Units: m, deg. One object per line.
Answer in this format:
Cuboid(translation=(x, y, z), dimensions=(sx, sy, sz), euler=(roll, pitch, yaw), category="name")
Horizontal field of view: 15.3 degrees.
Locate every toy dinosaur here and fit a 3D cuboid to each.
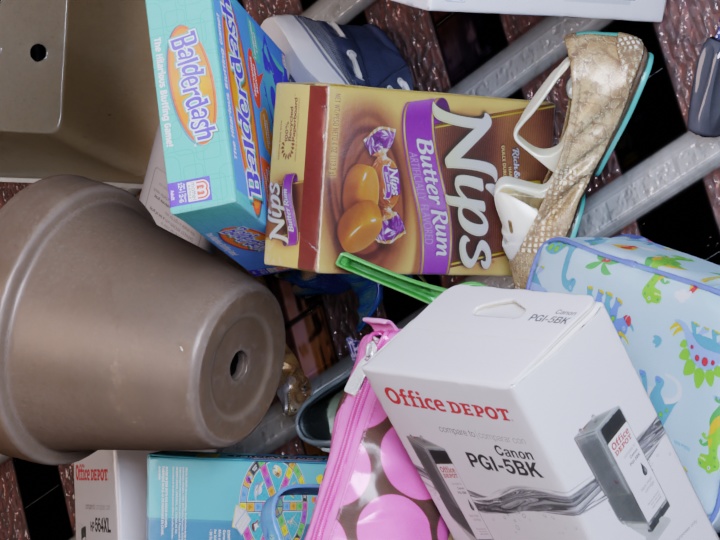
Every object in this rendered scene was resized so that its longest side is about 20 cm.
Cuboid(translation=(-0.092, 0.011, 1.940), dimensions=(0.060, 0.106, 0.200), euler=(-160, 53, -78), category="toy dinosaur")

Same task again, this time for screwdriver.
Cuboid(translation=(0.225, -0.177, 1.604), dimensions=(0.028, 0.029, 0.200), euler=(27, 115, 47), category="screwdriver")

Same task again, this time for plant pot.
Cuboid(translation=(-0.149, 0.047, 1.812), dimensions=(0.174, 0.200, 0.201), euler=(12, 99, 29), category="plant pot")
Cuboid(translation=(-0.259, -0.172, 2.085), dimensions=(0.177, 0.199, 0.200), euler=(12, 99, 61), category="plant pot")

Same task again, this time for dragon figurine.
Cuboid(translation=(0.000, 0.000, 1.838), dimensions=(0.099, 0.059, 0.200), euler=(33, 148, 8), category="dragon figurine")

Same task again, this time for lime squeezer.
Cuboid(translation=(0.084, 0.034, 1.629), dimensions=(0.200, 0.071, 0.038), euler=(31, 88, 16), category="lime squeezer")

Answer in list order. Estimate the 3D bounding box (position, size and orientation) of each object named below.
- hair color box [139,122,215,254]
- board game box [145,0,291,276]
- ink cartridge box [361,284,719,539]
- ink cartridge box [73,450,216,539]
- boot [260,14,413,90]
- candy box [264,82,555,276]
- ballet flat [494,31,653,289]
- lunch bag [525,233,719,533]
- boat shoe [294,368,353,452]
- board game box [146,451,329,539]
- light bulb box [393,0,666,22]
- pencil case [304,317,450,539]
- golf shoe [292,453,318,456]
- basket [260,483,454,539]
Cuboid(translation=(-0.126, 0.000, 2.011), dimensions=(0.099, 0.061, 0.200), euler=(35, 115, 46), category="hair color box")
Cuboid(translation=(-0.082, -0.091, 1.707), dimensions=(0.045, 0.200, 0.152), euler=(-10, 78, 11), category="board game box")
Cuboid(translation=(0.108, 0.116, 1.542), dimensions=(0.147, 0.083, 0.200), euler=(4, 128, 54), category="ink cartridge box")
Cuboid(translation=(-0.159, 0.226, 1.997), dimensions=(0.146, 0.084, 0.200), euler=(165, 103, -71), category="ink cartridge box")
Cuboid(translation=(0.003, -0.108, 1.807), dimensions=(0.200, 0.090, 0.073), euler=(-116, 34, -43), category="boot")
Cuboid(translation=(0.034, -0.057, 1.704), dimensions=(0.056, 0.200, 0.117), euler=(7, 95, 47), category="candy box")
Cuboid(translation=(0.122, -0.062, 1.698), dimensions=(0.071, 0.065, 0.200), euler=(-77, 7, -75), category="ballet flat")
Cuboid(translation=(0.178, 0.070, 1.621), dimensions=(0.200, 0.082, 0.161), euler=(20, 104, 49), category="lunch bag")
Cuboid(translation=(0.032, 0.088, 1.815), dimensions=(0.200, 0.062, 0.073), euler=(-21, 73, 49), category="boat shoe")
Cuboid(translation=(-0.046, 0.203, 1.833), dimensions=(0.200, 0.047, 0.151), euler=(2, 91, 11), category="board game box")
Cuboid(translation=(0.065, -0.235, 1.671), dimensions=(0.198, 0.200, 0.125), euler=(24, 109, 48), category="light bulb box")
Cuboid(translation=(0.011, 0.132, 1.608), dimensions=(0.091, 0.094, 0.200), euler=(-3, 59, 32), category="pencil case")
Cuboid(translation=(-0.064, 0.227, 1.920), dimensions=(0.094, 0.078, 0.200), euler=(10, 96, 51), category="golf shoe")
Cuboid(translation=(0.042, 0.216, 1.689), dimensions=(0.139, 0.200, 0.177), euler=(-35, 62, 49), category="basket")
